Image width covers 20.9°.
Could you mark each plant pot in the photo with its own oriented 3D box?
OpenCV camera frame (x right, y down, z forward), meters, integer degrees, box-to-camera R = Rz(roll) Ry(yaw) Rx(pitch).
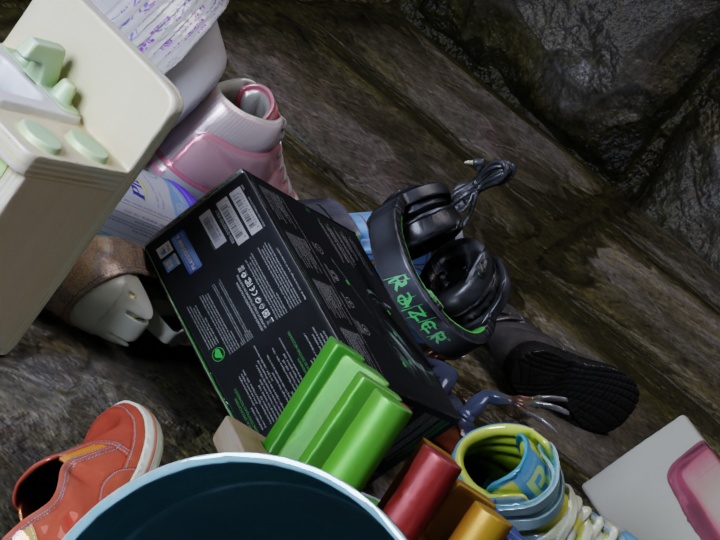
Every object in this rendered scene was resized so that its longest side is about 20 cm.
[{"bbox_3d":[-0.029,0.197,0.871,0.200,0.200,0.188,45,1,24],"label":"plant pot"}]

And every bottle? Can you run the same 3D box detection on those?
[{"bbox_3d":[-0.203,-0.055,1.431,0.200,0.065,0.084,23,18,-44],"label":"bottle"}]

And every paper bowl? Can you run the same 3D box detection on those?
[{"bbox_3d":[-0.185,-0.157,1.520,0.104,0.200,0.201,51,11,-17],"label":"paper bowl"}]

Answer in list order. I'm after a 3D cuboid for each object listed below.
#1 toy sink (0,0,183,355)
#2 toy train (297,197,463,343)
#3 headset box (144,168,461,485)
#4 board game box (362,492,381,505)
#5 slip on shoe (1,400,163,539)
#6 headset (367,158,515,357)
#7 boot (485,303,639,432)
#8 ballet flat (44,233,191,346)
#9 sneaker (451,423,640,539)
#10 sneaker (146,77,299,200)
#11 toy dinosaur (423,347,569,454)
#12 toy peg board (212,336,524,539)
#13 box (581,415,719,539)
[{"bbox_3d":[-0.224,-0.067,1.153,0.130,0.200,0.112,45,16,22],"label":"toy sink"},{"bbox_3d":[0.000,0.000,1.559,0.199,0.115,0.087,-5,31,-25],"label":"toy train"},{"bbox_3d":[-0.034,0.045,1.362,0.175,0.093,0.200,60,15,23],"label":"headset box"},{"bbox_3d":[0.037,0.209,1.266,0.200,0.037,0.151,28,17,-37],"label":"board game box"},{"bbox_3d":[-0.150,0.118,1.036,0.061,0.074,0.200,33,20,-8],"label":"slip on shoe"},{"bbox_3d":[0.070,-0.020,1.457,0.124,0.094,0.200,53,23,-16],"label":"headset"},{"bbox_3d":[0.186,0.083,1.949,0.200,0.070,0.132,31,10,-42],"label":"boot"},{"bbox_3d":[-0.154,0.019,1.330,0.067,0.068,0.200,54,21,22],"label":"ballet flat"},{"bbox_3d":[0.141,0.180,1.373,0.199,0.080,0.131,24,-29,9],"label":"sneaker"},{"bbox_3d":[-0.082,-0.090,1.587,0.075,0.105,0.200,47,12,34],"label":"sneaker"},{"bbox_3d":[0.063,0.136,1.546,0.199,0.106,0.182,5,25,6],"label":"toy dinosaur"},{"bbox_3d":[0.032,0.133,1.138,0.199,0.098,0.200,33,3,-15],"label":"toy peg board"},{"bbox_3d":[0.283,0.235,1.571,0.128,0.109,0.200,51,6,-33],"label":"box"}]
